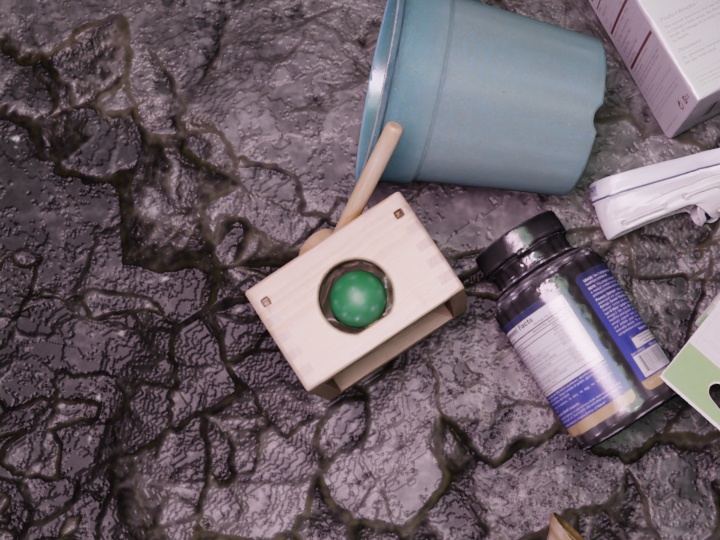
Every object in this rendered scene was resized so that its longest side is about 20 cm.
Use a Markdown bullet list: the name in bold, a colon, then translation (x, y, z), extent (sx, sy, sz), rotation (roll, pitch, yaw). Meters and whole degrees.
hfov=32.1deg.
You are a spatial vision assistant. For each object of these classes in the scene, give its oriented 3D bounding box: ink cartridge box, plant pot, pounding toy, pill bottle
- **ink cartridge box**: translation (0.363, 0.086, 1.120), extent (0.146, 0.048, 0.200), rotation (42, 62, 8)
- **plant pot**: translation (0.109, -0.158, 1.145), extent (0.196, 0.200, 0.201), rotation (11, 78, -6)
- **pounding toy**: translation (0.000, 0.000, 1.089), extent (0.184, 0.200, 0.142), rotation (-34, 79, 0)
- **pill bottle**: translation (0.192, 0.051, 1.129), extent (0.112, 0.112, 0.200), rotation (-30, 79, -6)

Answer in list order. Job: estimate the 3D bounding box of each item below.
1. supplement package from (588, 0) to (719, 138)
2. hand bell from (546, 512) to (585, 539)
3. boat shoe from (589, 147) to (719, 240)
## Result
- **supplement package**: translation (0.305, -0.249, 1.189), extent (0.117, 0.117, 0.200), rotation (-26, 79, -4)
- **hand bell**: translation (0.132, 0.317, 1.097), extent (0.200, 0.104, 0.104), rotation (-43, 80, 4)
- **boat shoe**: translation (0.320, -0.074, 1.182), extent (0.200, 0.074, 0.065), rotation (-14, 83, 8)
